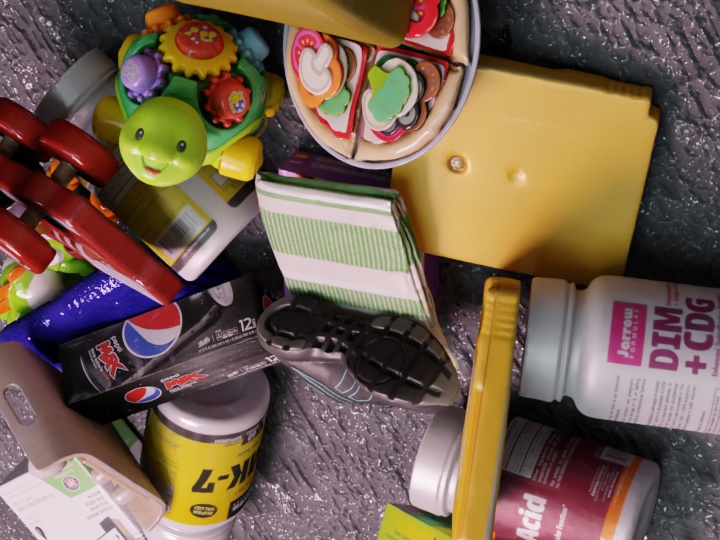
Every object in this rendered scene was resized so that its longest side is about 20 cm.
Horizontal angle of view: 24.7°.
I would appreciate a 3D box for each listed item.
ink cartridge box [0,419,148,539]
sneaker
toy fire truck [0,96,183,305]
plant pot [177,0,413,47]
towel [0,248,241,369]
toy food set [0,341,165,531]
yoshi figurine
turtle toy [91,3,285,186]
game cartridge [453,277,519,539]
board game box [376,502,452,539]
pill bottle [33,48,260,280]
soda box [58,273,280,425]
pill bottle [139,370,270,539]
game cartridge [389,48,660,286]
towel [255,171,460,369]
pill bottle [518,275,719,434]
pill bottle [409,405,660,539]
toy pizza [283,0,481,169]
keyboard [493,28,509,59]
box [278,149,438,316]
[{"bbox_3d":[-0.262,0.262,1.736,0.146,0.084,0.200,-28,104,39],"label":"ink cartridge box"},{"bbox_3d":[0.006,0.078,1.388,0.200,0.075,0.079,21,153,36],"label":"sneaker"},{"bbox_3d":[-0.254,-0.045,1.372,0.200,0.112,0.168,23,163,42],"label":"toy fire truck"},{"bbox_3d":[-0.070,-0.278,1.156,0.199,0.176,0.201,15,100,20],"label":"plant pot"},{"bbox_3d":[-0.220,0.045,1.532,0.200,0.147,0.050,-29,65,36],"label":"towel"},{"bbox_3d":[-0.270,0.160,1.523,0.144,0.060,0.200,50,180,32],"label":"toy food set"},{"bbox_3d":[-0.277,-0.026,1.560,0.112,0.113,0.200,19,124,-27],"label":"yoshi figurine"},{"bbox_3d":[-0.140,-0.138,1.325,0.145,0.200,0.101,16,141,-1],"label":"turtle toy"},{"bbox_3d":[0.099,0.106,1.305,0.032,0.176,0.201,6,89,3],"label":"game cartridge"},{"bbox_3d":[0.115,0.265,1.466,0.200,0.101,0.048,20,95,51],"label":"board game box"},{"bbox_3d":[-0.183,-0.096,1.432,0.200,0.111,0.111,44,131,-4],"label":"pill bottle"},{"bbox_3d":[-0.169,0.073,1.487,0.199,0.064,0.071,-20,152,14],"label":"soda box"},{"bbox_3d":[-0.157,0.180,1.604,0.114,0.114,0.200,24,130,12],"label":"pill bottle"},{"bbox_3d":[0.125,-0.081,1.303,0.199,0.032,0.177,12,122,6],"label":"game cartridge"},{"bbox_3d":[-0.004,0.005,1.379,0.152,0.023,0.200,9,137,32],"label":"towel"},{"bbox_3d":[0.228,0.064,1.285,0.199,0.114,0.114,7,126,5],"label":"pill bottle"},{"bbox_3d":[0.152,0.192,1.443,0.199,0.114,0.115,17,128,18],"label":"pill bottle"},{"bbox_3d":[0.008,-0.178,1.262,0.200,0.032,0.201,3,94,41],"label":"toy pizza"},{"bbox_3d":[0.066,-0.160,1.313,0.127,0.021,0.201,14,128,20],"label":"keyboard"},{"bbox_3d":[0.000,0.000,1.445,0.136,0.039,0.201,13,127,19],"label":"box"}]
